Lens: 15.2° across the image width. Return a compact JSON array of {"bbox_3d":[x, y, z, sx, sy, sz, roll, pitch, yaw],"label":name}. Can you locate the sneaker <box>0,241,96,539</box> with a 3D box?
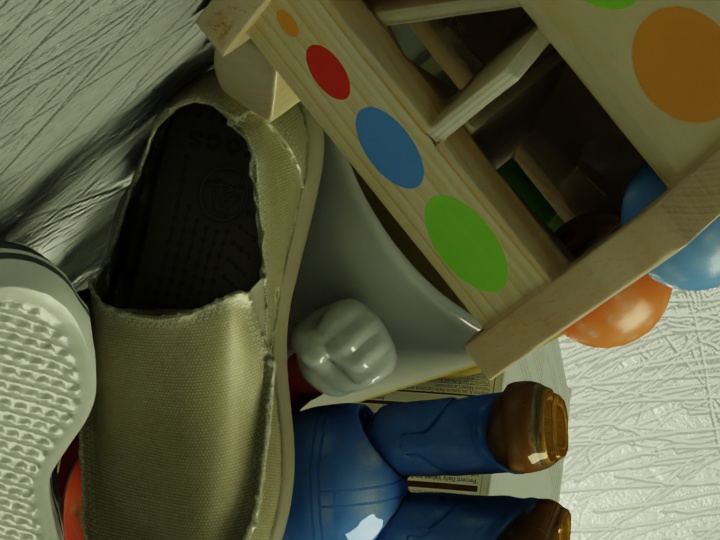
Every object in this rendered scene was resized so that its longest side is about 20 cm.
[{"bbox_3d":[-0.131,0.038,0.887,0.078,0.080,0.201,-5,146,-14],"label":"sneaker"}]

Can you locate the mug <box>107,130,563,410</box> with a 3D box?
[{"bbox_3d":[-0.005,0.001,1.039,0.153,0.187,0.150,-29,-158,33],"label":"mug"}]

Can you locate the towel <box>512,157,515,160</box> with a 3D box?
[{"bbox_3d":[0.118,-0.075,0.983,0.144,0.024,0.200,-18,-159,21],"label":"towel"}]

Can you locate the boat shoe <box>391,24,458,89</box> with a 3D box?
[{"bbox_3d":[0.070,-0.123,1.008,0.200,0.069,0.075,-32,175,-40],"label":"boat shoe"}]

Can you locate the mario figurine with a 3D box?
[{"bbox_3d":[-0.029,0.085,0.959,0.198,0.124,0.106,-2,153,16],"label":"mario figurine"}]

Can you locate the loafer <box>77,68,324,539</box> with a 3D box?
[{"bbox_3d":[-0.061,0.027,0.902,0.075,0.202,0.068,5,176,21],"label":"loafer"}]

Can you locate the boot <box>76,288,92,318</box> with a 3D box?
[{"bbox_3d":[-0.064,0.085,1.321,0.068,0.201,0.188,-17,-171,26],"label":"boot"}]

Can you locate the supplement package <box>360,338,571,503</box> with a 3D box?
[{"bbox_3d":[0.006,0.096,1.218,0.192,0.146,0.201,71,25,-58],"label":"supplement package"}]

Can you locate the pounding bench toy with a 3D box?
[{"bbox_3d":[0.049,-0.054,0.807,0.124,0.156,0.200,-38,179,-29],"label":"pounding bench toy"}]
